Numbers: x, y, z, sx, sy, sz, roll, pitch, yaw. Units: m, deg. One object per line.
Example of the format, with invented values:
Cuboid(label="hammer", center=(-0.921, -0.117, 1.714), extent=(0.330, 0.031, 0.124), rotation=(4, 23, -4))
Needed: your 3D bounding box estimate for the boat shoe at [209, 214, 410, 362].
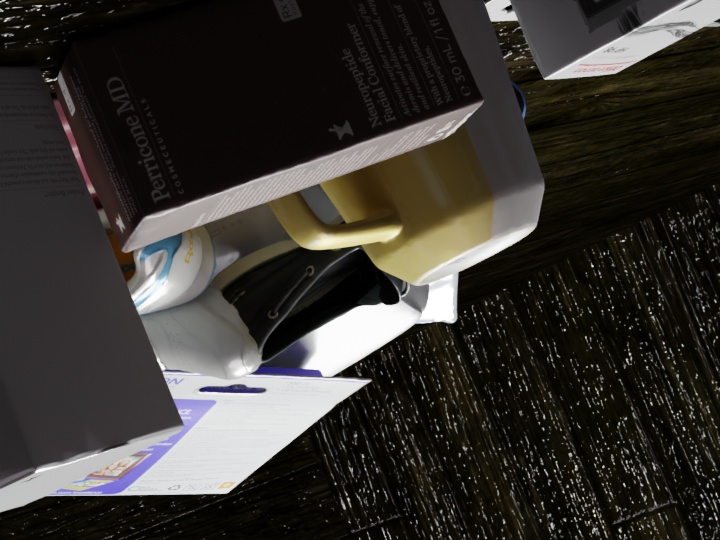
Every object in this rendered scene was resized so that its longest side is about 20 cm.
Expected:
Cuboid(label="boat shoe", center=(0.000, -0.001, 1.173), extent=(0.199, 0.066, 0.075), rotation=(-24, 145, -17))

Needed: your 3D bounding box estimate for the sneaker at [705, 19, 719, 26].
Cuboid(label="sneaker", center=(0.302, -0.221, 1.292), extent=(0.200, 0.077, 0.085), rotation=(-14, -178, -12))

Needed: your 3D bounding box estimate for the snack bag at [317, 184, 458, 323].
Cuboid(label="snack bag", center=(-0.016, -0.007, 1.337), extent=(0.188, 0.021, 0.200), rotation=(-6, 144, -6))

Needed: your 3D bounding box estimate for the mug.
Cuboid(label="mug", center=(0.020, -0.069, 1.101), extent=(0.186, 0.153, 0.149), rotation=(-25, 174, -12))

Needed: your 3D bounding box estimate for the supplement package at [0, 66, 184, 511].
Cuboid(label="supplement package", center=(-0.196, 0.015, 0.882), extent=(0.120, 0.200, 0.121), rotation=(-26, 172, 28))

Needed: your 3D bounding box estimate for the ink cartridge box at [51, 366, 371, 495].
Cuboid(label="ink cartridge box", center=(-0.127, 0.099, 1.251), extent=(0.198, 0.043, 0.200), rotation=(5, 149, -36))

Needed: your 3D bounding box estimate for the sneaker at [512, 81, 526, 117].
Cuboid(label="sneaker", center=(0.036, -0.098, 1.321), extent=(0.200, 0.070, 0.078), rotation=(-20, 180, -14))

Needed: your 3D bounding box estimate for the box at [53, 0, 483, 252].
Cuboid(label="box", center=(-0.048, -0.093, 0.956), extent=(0.200, 0.100, 0.075), rotation=(-21, 173, -20))

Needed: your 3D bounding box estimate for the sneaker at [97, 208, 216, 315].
Cuboid(label="sneaker", center=(-0.188, 0.014, 1.072), extent=(0.200, 0.077, 0.081), rotation=(-28, 160, 13))

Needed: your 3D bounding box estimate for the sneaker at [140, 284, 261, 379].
Cuboid(label="sneaker", center=(-0.148, 0.029, 1.133), extent=(0.081, 0.200, 0.076), rotation=(-46, 142, -28))

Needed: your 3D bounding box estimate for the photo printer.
Cuboid(label="photo printer", center=(-0.074, 0.005, 1.263), extent=(0.166, 0.069, 0.200), rotation=(-31, 136, 23))

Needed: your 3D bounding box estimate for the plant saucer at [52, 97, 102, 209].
Cuboid(label="plant saucer", center=(-0.201, -0.042, 1.061), extent=(0.200, 0.051, 0.201), rotation=(-22, 174, -3))

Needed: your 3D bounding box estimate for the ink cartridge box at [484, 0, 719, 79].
Cuboid(label="ink cartridge box", center=(0.176, -0.178, 1.164), extent=(0.200, 0.067, 0.116), rotation=(-27, 173, 32))
